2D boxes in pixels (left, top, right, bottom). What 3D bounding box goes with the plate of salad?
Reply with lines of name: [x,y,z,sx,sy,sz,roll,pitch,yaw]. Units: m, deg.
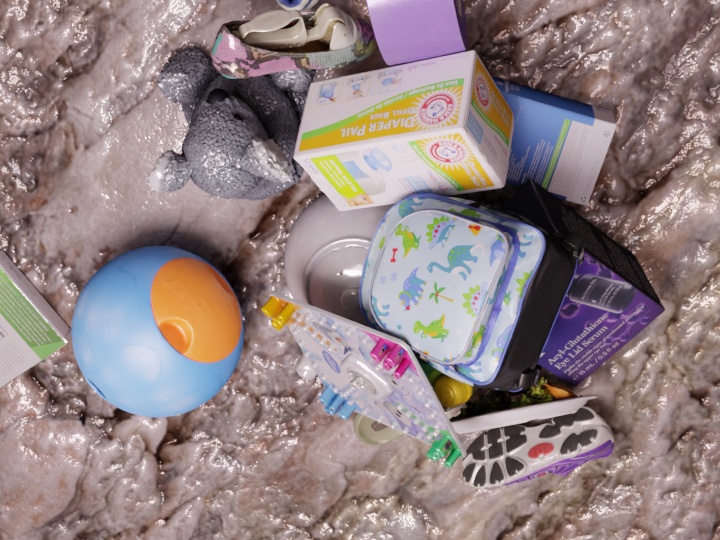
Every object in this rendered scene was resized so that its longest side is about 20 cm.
plate of salad: [0.182,0.159,1.487,0.200,0.200,0.048,-13,82,11]

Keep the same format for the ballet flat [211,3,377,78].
ballet flat: [-0.062,-0.251,1.340,0.200,0.069,0.071,-12,151,-24]

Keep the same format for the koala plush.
koala plush: [-0.137,-0.138,1.373,0.177,0.200,0.184,-4,113,7]

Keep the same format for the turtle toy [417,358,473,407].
turtle toy: [0.080,0.108,1.451,0.200,0.146,0.101,-30,88,42]

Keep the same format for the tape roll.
tape roll: [0.052,-0.315,1.277,0.085,0.200,0.200,-9,112,9]

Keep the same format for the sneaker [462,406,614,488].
sneaker: [0.223,0.238,1.568,0.200,0.081,0.083,-17,138,23]

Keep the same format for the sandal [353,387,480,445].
sandal: [0.078,0.163,1.557,0.201,0.057,0.080,-39,105,17]

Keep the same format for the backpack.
backpack: [0.094,0.012,1.287,0.200,0.147,0.183,22,93,39]

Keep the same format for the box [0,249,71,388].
box: [-0.486,0.082,1.596,0.200,0.036,0.144,-31,107,19]

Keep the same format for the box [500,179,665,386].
box: [0.218,0.017,1.421,0.200,0.104,0.148,30,116,-32]

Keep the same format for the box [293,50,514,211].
box: [0.047,-0.144,1.322,0.200,0.101,0.113,-6,147,28]

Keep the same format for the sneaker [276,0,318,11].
sneaker: [-0.063,-0.373,1.326,0.075,0.088,0.200,-1,112,8]

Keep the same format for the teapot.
teapot: [0.000,0.000,1.449,0.197,0.146,0.200,-13,110,11]

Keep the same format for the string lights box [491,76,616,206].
string lights box: [0.175,-0.153,1.411,0.200,0.059,0.103,17,114,-1]

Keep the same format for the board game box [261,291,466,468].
board game box: [0.002,0.119,1.343,0.200,0.026,0.200,19,149,40]

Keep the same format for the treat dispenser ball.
treat dispenser ball: [-0.238,0.072,1.474,0.201,0.201,0.201,2,114,5]
